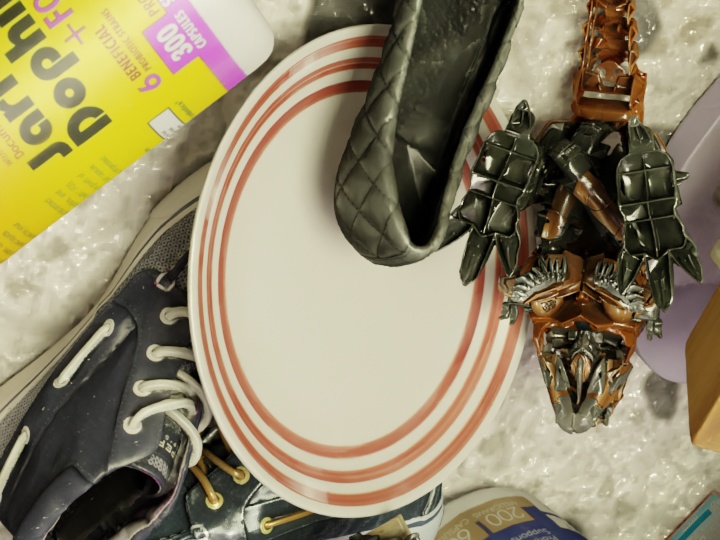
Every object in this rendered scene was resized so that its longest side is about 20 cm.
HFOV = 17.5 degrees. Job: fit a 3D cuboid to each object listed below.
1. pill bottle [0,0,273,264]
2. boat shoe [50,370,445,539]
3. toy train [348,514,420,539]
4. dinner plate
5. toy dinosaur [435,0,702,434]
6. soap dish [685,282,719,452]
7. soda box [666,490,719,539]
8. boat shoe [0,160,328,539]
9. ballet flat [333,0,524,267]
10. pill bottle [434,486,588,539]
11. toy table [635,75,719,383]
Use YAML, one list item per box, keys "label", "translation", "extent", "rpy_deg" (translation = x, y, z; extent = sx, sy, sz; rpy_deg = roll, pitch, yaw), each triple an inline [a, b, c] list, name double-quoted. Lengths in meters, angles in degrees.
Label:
- label: "pill bottle"
  translation: [-0.137, -0.063, 0.852]
  extent: [0.200, 0.104, 0.104]
  rpy_deg: [-37, 128, 2]
- label: "boat shoe"
  translation: [-0.055, 0.087, 1.014]
  extent: [0.199, 0.071, 0.091]
  rpy_deg: [-11, 121, -24]
- label: "toy train"
  translation: [-0.049, 0.156, 0.990]
  extent: [0.199, 0.034, 0.046]
  rpy_deg: [-31, 171, 25]
- label: "dinner plate"
  translation: [0.000, 0.000, 0.960]
  extent: [0.199, 0.024, 0.202]
  rpy_deg: [-7, 100, -43]
- label: "toy dinosaur"
  translation: [0.092, -0.032, 0.982]
  extent: [0.102, 0.136, 0.201]
  rpy_deg: [-15, 94, 15]
- label: "soap dish"
  translation: [0.238, 0.014, 0.938]
  extent: [0.199, 0.081, 0.158]
  rpy_deg: [14, 116, -30]
- label: "soda box"
  translation: [0.144, 0.210, 1.181]
  extent: [0.200, 0.064, 0.068]
  rpy_deg: [-47, 128, 10]
- label: "boat shoe"
  translation: [-0.075, 0.043, 0.954]
  extent: [0.200, 0.093, 0.075]
  rpy_deg: [-47, 127, 9]
- label: "ballet flat"
  translation: [0.042, -0.096, 0.917]
  extent: [0.066, 0.057, 0.201]
  rpy_deg: [15, 92, -34]
- label: "pill bottle"
  translation: [0.101, 0.192, 1.054]
  extent: [0.110, 0.200, 0.112]
  rpy_deg: [-18, 125, -28]
- label: "toy table"
  translation: [0.205, -0.011, 1.034]
  extent: [0.183, 0.117, 0.201]
  rpy_deg: [8, 118, -28]
